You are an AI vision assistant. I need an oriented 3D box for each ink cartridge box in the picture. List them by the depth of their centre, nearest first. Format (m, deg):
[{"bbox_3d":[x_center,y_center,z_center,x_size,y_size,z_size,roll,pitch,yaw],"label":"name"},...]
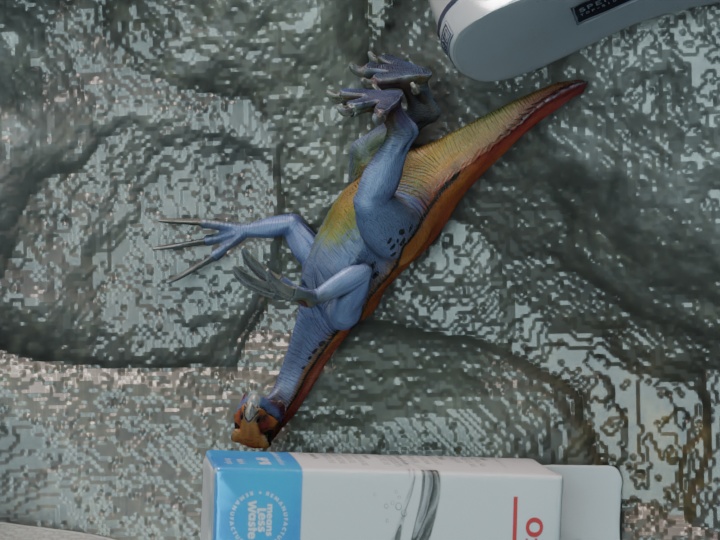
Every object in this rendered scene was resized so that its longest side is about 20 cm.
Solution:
[{"bbox_3d":[0.028,0.144,1.271,0.199,0.067,0.116,2,91,-8],"label":"ink cartridge box"}]

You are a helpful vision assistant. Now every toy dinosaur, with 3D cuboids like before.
[{"bbox_3d":[0.000,0.000,1.298,0.199,0.105,0.182,4,112,-1],"label":"toy dinosaur"}]

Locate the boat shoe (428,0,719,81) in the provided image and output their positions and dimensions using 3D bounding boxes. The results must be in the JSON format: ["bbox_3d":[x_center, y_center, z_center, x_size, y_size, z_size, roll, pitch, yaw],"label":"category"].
[{"bbox_3d":[0.125,-0.152,1.281,0.200,0.072,0.066,-24,54,5],"label":"boat shoe"}]

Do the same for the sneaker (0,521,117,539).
[{"bbox_3d":[-0.161,0.187,1.338,0.200,0.074,0.119,10,98,10],"label":"sneaker"}]
